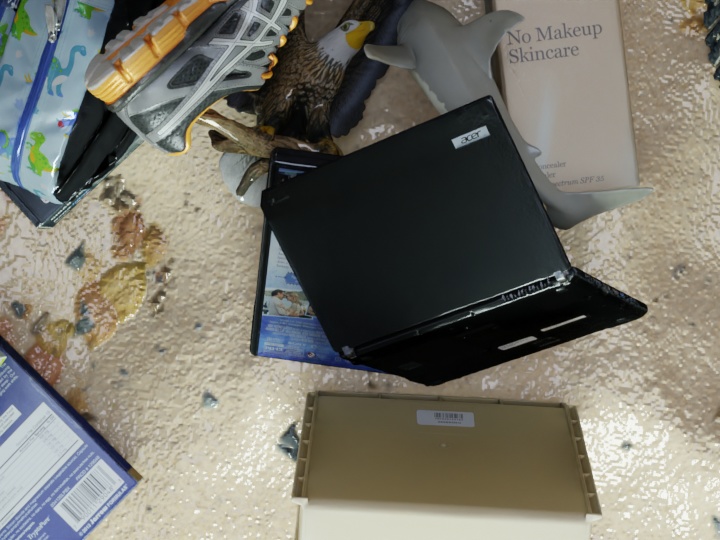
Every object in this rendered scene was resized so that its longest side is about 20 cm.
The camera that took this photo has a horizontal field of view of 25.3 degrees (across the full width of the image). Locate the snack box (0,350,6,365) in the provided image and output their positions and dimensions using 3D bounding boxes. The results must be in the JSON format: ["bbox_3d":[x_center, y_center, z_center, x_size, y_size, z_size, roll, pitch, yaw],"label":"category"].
[{"bbox_3d":[-0.317,0.104,1.063,0.053,0.200,0.143,37,91,2],"label":"snack box"}]

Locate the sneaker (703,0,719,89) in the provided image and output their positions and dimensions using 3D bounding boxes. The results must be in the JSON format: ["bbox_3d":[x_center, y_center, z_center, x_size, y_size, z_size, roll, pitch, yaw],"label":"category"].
[{"bbox_3d":[0.306,-0.141,1.153,0.086,0.078,0.201,-14,98,-11],"label":"sneaker"}]

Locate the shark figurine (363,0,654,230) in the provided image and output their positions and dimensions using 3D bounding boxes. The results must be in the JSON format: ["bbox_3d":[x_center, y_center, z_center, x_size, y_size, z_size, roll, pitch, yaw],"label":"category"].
[{"bbox_3d":[0.090,-0.118,1.042,0.090,0.128,0.215,-45,70,21],"label":"shark figurine"}]

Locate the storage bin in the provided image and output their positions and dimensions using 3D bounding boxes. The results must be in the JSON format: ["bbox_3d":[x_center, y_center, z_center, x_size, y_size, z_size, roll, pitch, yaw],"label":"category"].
[{"bbox_3d":[0.053,0.159,1.096,0.198,0.199,0.094,3,109,1],"label":"storage bin"}]

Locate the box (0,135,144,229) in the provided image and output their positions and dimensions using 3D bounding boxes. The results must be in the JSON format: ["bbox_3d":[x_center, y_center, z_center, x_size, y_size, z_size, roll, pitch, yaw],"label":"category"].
[{"bbox_3d":[-0.210,-0.154,1.164,0.200,0.046,0.159,-42,91,1],"label":"box"}]

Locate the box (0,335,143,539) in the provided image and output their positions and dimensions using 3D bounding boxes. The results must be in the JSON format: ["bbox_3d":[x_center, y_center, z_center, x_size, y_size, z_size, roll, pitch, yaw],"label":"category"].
[{"bbox_3d":[-0.272,0.127,1.178,0.200,0.032,0.121,45,91,0],"label":"box"}]

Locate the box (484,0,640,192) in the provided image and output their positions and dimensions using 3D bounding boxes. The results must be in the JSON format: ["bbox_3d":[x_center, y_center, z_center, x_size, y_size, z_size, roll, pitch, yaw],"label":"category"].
[{"bbox_3d":[0.139,-0.152,1.143,0.094,0.078,0.202,-8,91,2],"label":"box"}]

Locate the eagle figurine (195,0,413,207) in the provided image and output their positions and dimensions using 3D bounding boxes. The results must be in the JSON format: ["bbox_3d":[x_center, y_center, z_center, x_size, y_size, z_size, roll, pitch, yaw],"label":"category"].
[{"bbox_3d":[-0.035,-0.152,1.111,0.150,0.152,0.201,-7,56,19],"label":"eagle figurine"}]

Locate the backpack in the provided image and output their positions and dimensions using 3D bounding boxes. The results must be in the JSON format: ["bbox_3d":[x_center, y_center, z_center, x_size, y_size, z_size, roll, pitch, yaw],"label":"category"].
[{"bbox_3d":[-0.191,-0.146,1.071,0.153,0.163,0.201,12,106,5],"label":"backpack"}]

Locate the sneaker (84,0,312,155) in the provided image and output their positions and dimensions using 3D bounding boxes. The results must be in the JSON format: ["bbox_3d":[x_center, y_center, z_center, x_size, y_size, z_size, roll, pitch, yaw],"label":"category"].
[{"bbox_3d":[-0.076,-0.153,1.001,0.200,0.078,0.077,-40,113,-8],"label":"sneaker"}]

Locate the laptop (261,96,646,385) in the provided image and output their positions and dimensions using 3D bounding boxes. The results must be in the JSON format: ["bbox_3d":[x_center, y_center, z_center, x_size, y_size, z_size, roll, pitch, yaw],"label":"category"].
[{"bbox_3d":[0.064,-0.009,1.060,0.176,0.200,0.104,-20,68,27],"label":"laptop"}]

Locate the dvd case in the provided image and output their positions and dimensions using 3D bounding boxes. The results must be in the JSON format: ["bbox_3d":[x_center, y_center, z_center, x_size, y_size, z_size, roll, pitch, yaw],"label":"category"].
[{"bbox_3d":[0.000,0.000,1.108,0.142,0.201,0.018,8,47,-2],"label":"dvd case"}]
